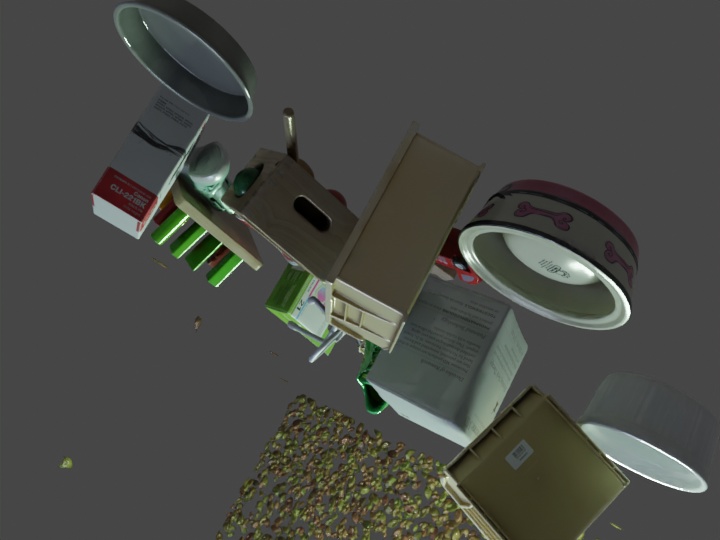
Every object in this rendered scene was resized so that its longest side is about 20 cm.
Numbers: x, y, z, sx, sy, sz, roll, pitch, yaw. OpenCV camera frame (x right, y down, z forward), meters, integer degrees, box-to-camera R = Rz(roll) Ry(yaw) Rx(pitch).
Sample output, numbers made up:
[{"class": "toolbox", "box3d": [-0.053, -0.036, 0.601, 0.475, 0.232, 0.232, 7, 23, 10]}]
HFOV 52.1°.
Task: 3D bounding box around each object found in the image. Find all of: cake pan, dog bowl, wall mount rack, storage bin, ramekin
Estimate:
[{"class": "cake pan", "box3d": [-0.208, -0.263, 0.904, 0.199, 0.037, 0.201, 29, 163, 9]}, {"class": "dog bowl", "box3d": [0.209, -0.020, 0.798, 0.198, 0.074, 0.200, 28, 163, 9]}, {"class": "wall mount rack", "box3d": [-0.024, 0.040, 1.021, 0.075, 0.200, 0.174, 46, 158, 4]}, {"class": "storage bin", "box3d": [0.253, 0.312, 1.095, 0.199, 0.199, 0.094, 47, 166, 13]}, {"class": "ramekin", "box3d": [0.434, 0.238, 1.105, 0.199, 0.098, 0.201, 29, 164, 9]}, {"class": "storage bin", "box3d": [0.045, -0.026, 0.851, 0.093, 0.202, 0.199, 27, 164, 4]}]

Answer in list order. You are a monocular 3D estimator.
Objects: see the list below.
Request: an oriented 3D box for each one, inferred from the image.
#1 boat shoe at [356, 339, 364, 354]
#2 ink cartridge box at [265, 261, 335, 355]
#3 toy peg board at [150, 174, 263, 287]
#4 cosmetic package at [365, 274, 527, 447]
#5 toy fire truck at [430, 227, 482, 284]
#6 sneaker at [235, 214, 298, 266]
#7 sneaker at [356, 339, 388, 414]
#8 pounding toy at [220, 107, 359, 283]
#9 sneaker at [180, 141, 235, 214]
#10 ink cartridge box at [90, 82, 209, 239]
[{"class": "boat shoe", "box3d": [0.025, 0.160, 1.676, 0.198, 0.069, 0.075, 31, 164, 2]}, {"class": "ink cartridge box", "box3d": [-0.065, 0.060, 1.403, 0.075, 0.149, 0.200, 11, 156, 46]}, {"class": "toy peg board", "box3d": [-0.294, -0.084, 1.327, 0.200, 0.098, 0.200, 43, -171, -37]}, {"class": "cosmetic package", "box3d": [0.144, 0.149, 1.184, 0.165, 0.202, 0.168, 20, 162, 32]}, {"class": "toy fire truck", "box3d": [0.098, -0.021, 1.039, 0.198, 0.049, 0.141, 22, 162, 28]}, {"class": "sneaker", "box3d": [-0.141, -0.077, 1.227, 0.112, 0.072, 0.200, 40, 177, -28]}, {"class": "sneaker", "box3d": [0.036, 0.154, 1.231, 0.073, 0.084, 0.203, 7, 118, 19]}, {"class": "pounding toy", "box3d": [-0.096, -0.108, 1.034, 0.200, 0.143, 0.184, 41, 175, -24]}, {"class": "sneaker", "box3d": [-0.229, -0.146, 1.218, 0.118, 0.074, 0.200, 47, 169, -26]}, {"class": "ink cartridge box", "box3d": [-0.315, -0.163, 1.107, 0.083, 0.202, 0.144, 30, 165, -13]}]
